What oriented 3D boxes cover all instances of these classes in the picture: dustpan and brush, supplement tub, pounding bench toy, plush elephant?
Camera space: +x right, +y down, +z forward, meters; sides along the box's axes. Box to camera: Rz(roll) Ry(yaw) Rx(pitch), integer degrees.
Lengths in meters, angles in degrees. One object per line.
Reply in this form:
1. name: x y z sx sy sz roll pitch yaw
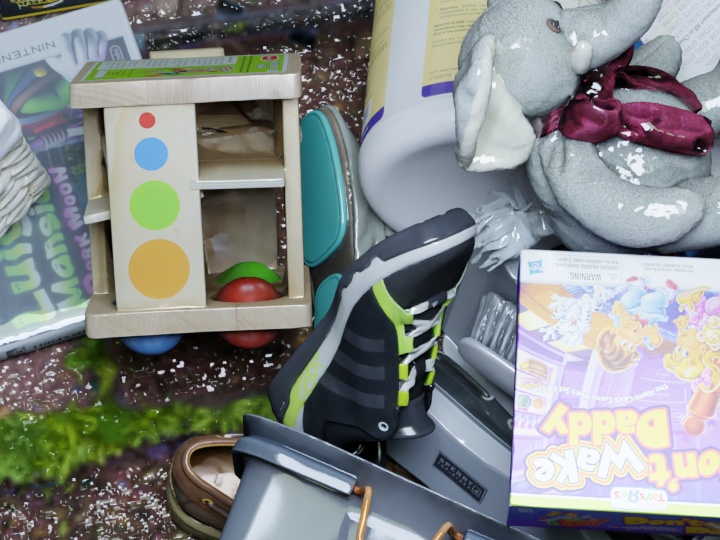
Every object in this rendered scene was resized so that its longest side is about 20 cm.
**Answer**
1. dustpan and brush: 0.115 0.077 1.433 0.200 0.140 0.057 38 61 13
2. supplement tub: 0.077 -0.124 1.500 0.145 0.145 0.200 6 57 0
3. pounding bench toy: -0.092 -0.043 1.467 0.124 0.200 0.156 -3 100 -1
4. plush elephant: 0.119 -0.092 1.314 0.200 0.155 0.165 -18 36 19

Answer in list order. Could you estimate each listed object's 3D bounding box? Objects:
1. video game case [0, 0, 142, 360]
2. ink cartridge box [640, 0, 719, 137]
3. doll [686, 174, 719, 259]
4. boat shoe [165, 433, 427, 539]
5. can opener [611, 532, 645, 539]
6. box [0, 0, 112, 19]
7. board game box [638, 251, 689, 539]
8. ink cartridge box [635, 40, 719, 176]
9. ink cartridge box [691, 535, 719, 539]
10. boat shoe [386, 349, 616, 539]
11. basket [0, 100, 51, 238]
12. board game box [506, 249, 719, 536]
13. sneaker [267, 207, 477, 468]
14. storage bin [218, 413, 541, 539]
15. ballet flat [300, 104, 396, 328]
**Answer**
1. video game case: -0.200 -0.051 1.535 0.182 0.023 0.200 -17 71 -9
2. ink cartridge box: 0.216 -0.141 1.462 0.115 0.068 0.200 -7 58 -52
3. doll: 0.232 0.000 1.490 0.200 0.048 0.137 -28 107 15
4. boat shoe: -0.013 0.135 1.449 0.200 0.068 0.072 12 69 2
5. can opener: 0.128 0.210 1.435 0.066 0.053 0.200 11 69 1
6. box: -0.142 -0.251 1.599 0.200 0.049 0.160 -11 68 -6
7. board game box: 0.171 0.070 1.411 0.032 0.200 0.120 -30 74 -17
8. ink cartridge box: 0.246 -0.089 1.545 0.200 0.067 0.116 10 68 2
9. ink cartridge box: 0.221 0.159 1.387 0.200 0.200 0.041 -45 47 -17
10. boat shoe: 0.085 0.116 1.422 0.200 0.069 0.057 43 45 11
11. basket: -0.288 -0.041 1.452 0.200 0.123 0.136 -45 71 -3
12. board game box: 0.176 0.064 1.283 0.200 0.045 0.135 3 72 2
13. sneaker: 0.023 0.045 1.355 0.072 0.200 0.083 -24 69 -38
14. storage bin: 0.003 0.180 1.328 0.200 0.146 0.134 23 76 4
15. ballet flat: 0.000 0.000 1.512 0.064 0.067 0.200 6 67 -30
